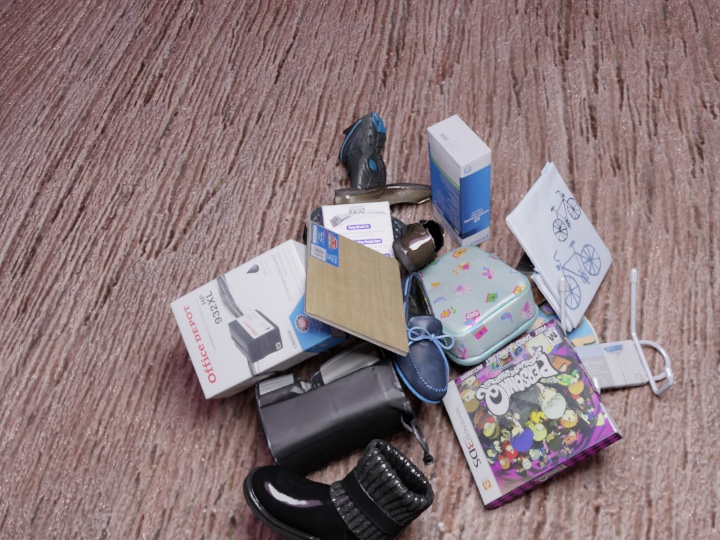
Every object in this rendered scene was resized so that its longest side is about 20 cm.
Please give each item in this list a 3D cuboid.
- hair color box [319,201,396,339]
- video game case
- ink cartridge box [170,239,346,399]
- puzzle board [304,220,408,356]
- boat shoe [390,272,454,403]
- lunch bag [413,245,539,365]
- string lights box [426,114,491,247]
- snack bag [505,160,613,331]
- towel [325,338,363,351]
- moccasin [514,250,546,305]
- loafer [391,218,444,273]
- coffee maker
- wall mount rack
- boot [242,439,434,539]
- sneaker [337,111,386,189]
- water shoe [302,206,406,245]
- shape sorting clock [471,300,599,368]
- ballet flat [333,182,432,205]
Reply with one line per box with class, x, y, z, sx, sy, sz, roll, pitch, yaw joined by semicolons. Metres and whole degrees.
hair color box;0.000;0.000;1.194;0.107;0.065;0.204;-4;74;-8
video game case;0.220;0.190;1.042;0.199;0.036;0.183;-34;52;16
ink cartridge box;-0.141;0.069;1.068;0.198;0.084;0.147;-26;79;10
puzzle board;-0.008;0.022;1.047;0.149;0.017;0.201;23;32;-18
boat shoe;0.077;0.084;1.065;0.083;0.069;0.202;11;42;-35
lunch bag;0.155;0.050;1.157;0.159;0.078;0.200;-36;30;-10
string lights box;0.160;-0.137;1.257;0.058;0.201;0.103;-26;53;-12
snack bag;0.299;-0.041;1.166;0.021;0.201;0.189;-23;18;47
towel;-0.045;0.063;1.247;0.197;0.023;0.145;-16;51;-5
moccasin;0.301;-0.016;1.224;0.073;0.079;0.202;1;34;29
loafer;0.105;-0.044;1.220;0.071;0.074;0.200;-28;7;17
coffee maker;-0.031;0.199;1.050;0.198;0.136;0.193;-25;33;1
wall mount rack;0.352;0.095;1.097;0.196;0.075;0.176;-5;60;-12
boot;-0.028;0.269;0.961;0.209;0.159;0.080;30;26;-3
sneaker;0.001;-0.197;1.428;0.081;0.073;0.203;-18;48;31
water shoe;0.000;-0.055;1.305;0.197;0.079;0.072;15;54;-13
shape sorting clock;0.255;0.110;1.151;0.196;0.040;0.202;-4;52;6
ballet flat;0.043;-0.124;1.342;0.197;0.047;0.067;-9;14;-29
